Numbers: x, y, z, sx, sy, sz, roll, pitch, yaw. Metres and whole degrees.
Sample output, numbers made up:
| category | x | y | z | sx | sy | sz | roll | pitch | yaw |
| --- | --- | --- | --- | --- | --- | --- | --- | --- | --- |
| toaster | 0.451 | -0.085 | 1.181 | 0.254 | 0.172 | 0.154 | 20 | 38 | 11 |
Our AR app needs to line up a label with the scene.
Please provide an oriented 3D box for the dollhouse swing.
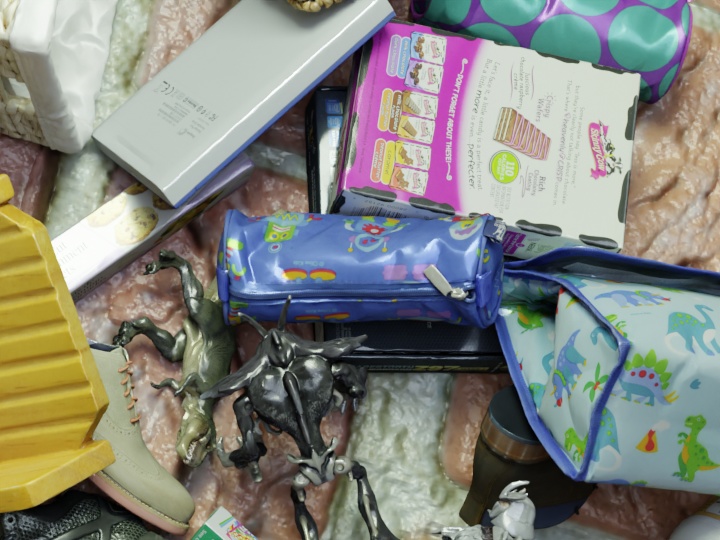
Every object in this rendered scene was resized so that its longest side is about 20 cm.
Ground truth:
| category | x | y | z | sx | sy | sz | roll | pitch | yaw |
| --- | --- | --- | --- | --- | --- | --- | --- | --- | --- |
| dollhouse swing | -0.291 | 0.073 | 1.541 | 0.176 | 0.181 | 0.201 | -37 | 113 | -56 |

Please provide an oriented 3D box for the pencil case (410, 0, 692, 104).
| category | x | y | z | sx | sy | sz | roll | pitch | yaw |
| --- | --- | --- | --- | --- | --- | --- | --- | --- | --- |
| pencil case | 0.139 | -0.192 | 1.797 | 0.199 | 0.085 | 0.093 | 19 | 100 | -6 |

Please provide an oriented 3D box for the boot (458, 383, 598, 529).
| category | x | y | z | sx | sy | sz | roll | pitch | yaw |
| --- | --- | --- | --- | --- | --- | --- | --- | --- | --- |
| boot | 0.148 | 0.119 | 1.726 | 0.199 | 0.097 | 0.075 | -9 | 44 | -39 |

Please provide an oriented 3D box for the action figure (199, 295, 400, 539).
| category | x | y | z | sx | sy | sz | roll | pitch | yaw |
| --- | --- | --- | --- | --- | --- | --- | --- | --- | --- |
| action figure | -0.039 | 0.110 | 1.661 | 0.118 | 0.102 | 0.201 | -19 | 101 | -9 |

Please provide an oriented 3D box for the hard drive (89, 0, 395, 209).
| category | x | y | z | sx | sy | sz | roll | pitch | yaw |
| --- | --- | --- | --- | --- | --- | --- | --- | --- | --- |
| hard drive | -0.083 | -0.134 | 1.707 | 0.200 | 0.132 | 0.025 | -42 | 123 | -9 |

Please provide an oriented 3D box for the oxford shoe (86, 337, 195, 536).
| category | x | y | z | sx | sy | sz | roll | pitch | yaw |
| --- | --- | --- | --- | --- | --- | --- | --- | --- | --- |
| oxford shoe | -0.171 | 0.091 | 1.647 | 0.074 | 0.071 | 0.200 | -43 | 99 | -1 |

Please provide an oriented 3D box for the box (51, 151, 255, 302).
| category | x | y | z | sx | sy | sz | roll | pitch | yaw |
| --- | --- | --- | --- | --- | --- | --- | --- | --- | --- |
| box | -0.162 | -0.029 | 1.718 | 0.200 | 0.039 | 0.042 | -35 | 82 | -18 |

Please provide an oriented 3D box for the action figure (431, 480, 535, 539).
| category | x | y | z | sx | sy | sz | roll | pitch | yaw |
| --- | --- | --- | --- | --- | --- | --- | --- | --- | --- |
| action figure | 0.050 | 0.217 | 1.624 | 0.069 | 0.130 | 0.200 | 38 | 97 | 8 |

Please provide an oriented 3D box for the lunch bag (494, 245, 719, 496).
| category | x | y | z | sx | sy | sz | roll | pitch | yaw |
| --- | --- | --- | --- | --- | --- | --- | --- | --- | --- |
| lunch bag | 0.192 | 0.055 | 1.653 | 0.169 | 0.200 | 0.128 | 10 | 109 | -22 |

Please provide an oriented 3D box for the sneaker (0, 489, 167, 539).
| category | x | y | z | sx | sy | sz | roll | pitch | yaw |
| --- | --- | --- | --- | --- | --- | --- | --- | --- | --- |
| sneaker | -0.222 | 0.223 | 1.616 | 0.114 | 0.076 | 0.200 | 38 | 68 | 4 |

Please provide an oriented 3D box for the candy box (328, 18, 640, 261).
| category | x | y | z | sx | sy | sz | roll | pitch | yaw |
| --- | --- | --- | --- | --- | --- | --- | --- | --- | --- |
| candy box | 0.086 | -0.085 | 1.716 | 0.199 | 0.061 | 0.137 | 12 | 68 | -7 |

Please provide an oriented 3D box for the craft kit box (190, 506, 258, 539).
| category | x | y | z | sx | sy | sz | roll | pitch | yaw |
| --- | --- | --- | --- | --- | --- | --- | --- | --- | --- |
| craft kit box | -0.080 | 0.290 | 1.586 | 0.197 | 0.049 | 0.200 | 39 | 105 | 1 |

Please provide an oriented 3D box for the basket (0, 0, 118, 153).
| category | x | y | z | sx | sy | sz | roll | pitch | yaw |
| --- | --- | --- | --- | --- | --- | --- | --- | --- | --- |
| basket | -0.250 | -0.209 | 1.667 | 0.160 | 0.198 | 0.201 | 9 | 73 | 4 |

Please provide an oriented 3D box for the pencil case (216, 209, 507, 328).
| category | x | y | z | sx | sy | sz | roll | pitch | yaw |
| --- | --- | --- | --- | --- | --- | --- | --- | --- | --- |
| pencil case | 0.000 | 0.000 | 1.654 | 0.199 | 0.087 | 0.079 | 1 | 108 | 9 |

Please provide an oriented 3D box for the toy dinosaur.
| category | x | y | z | sx | sy | sz | roll | pitch | yaw |
| --- | --- | --- | --- | --- | --- | --- | --- | --- | --- |
| toy dinosaur | -0.116 | 0.035 | 1.705 | 0.088 | 0.047 | 0.201 | 24 | 69 | -20 |

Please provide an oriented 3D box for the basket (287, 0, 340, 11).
| category | x | y | z | sx | sy | sz | roll | pitch | yaw |
| --- | --- | --- | --- | --- | --- | --- | --- | --- | --- |
| basket | -0.036 | -0.289 | 1.712 | 0.142 | 0.200 | 0.150 | -27 | 119 | -15 |

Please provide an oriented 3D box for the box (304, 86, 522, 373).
| category | x | y | z | sx | sy | sz | roll | pitch | yaw |
| --- | --- | --- | --- | --- | --- | --- | --- | --- | --- |
| box | 0.044 | -0.028 | 1.750 | 0.157 | 0.051 | 0.201 | 2 | 73 | -11 |

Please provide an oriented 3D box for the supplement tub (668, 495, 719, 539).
| category | x | y | z | sx | sy | sz | roll | pitch | yaw |
| --- | --- | --- | --- | --- | --- | --- | --- | --- | --- |
| supplement tub | 0.298 | 0.198 | 1.682 | 0.200 | 0.145 | 0.145 | -37 | 83 | -18 |
